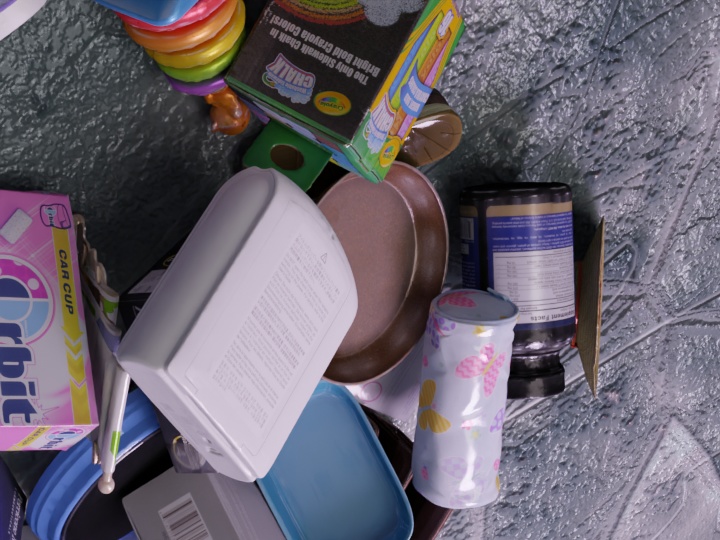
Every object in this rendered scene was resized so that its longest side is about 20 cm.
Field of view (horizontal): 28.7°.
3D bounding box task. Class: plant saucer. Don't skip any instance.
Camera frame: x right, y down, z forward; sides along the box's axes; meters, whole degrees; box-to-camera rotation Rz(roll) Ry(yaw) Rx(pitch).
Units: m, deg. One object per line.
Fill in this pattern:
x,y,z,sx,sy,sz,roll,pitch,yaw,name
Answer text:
0.000,0.000,1.237,0.199,0.034,0.203,-17,115,-42,plant saucer

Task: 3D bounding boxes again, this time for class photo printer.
-0.083,0.035,1.076,0.201,0.069,0.167,-60,139,-25,photo printer

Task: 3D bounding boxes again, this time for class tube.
-0.016,-0.012,1.269,0.199,0.050,0.079,-29,109,-43,tube

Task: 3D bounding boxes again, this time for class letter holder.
-0.016,0.250,1.391,0.100,0.142,0.201,36,92,-42,letter holder

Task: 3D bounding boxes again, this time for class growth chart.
-0.214,0.056,1.114,0.018,0.201,0.146,1,123,-27,growth chart

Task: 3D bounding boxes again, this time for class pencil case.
0.099,0.120,1.303,0.090,0.083,0.203,-9,113,-29,pencil case

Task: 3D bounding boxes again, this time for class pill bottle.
0.153,0.018,1.366,0.111,0.111,0.203,-6,97,-32,pill bottle

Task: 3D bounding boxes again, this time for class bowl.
-0.197,0.171,1.225,0.200,0.039,0.201,-39,160,-17,bowl

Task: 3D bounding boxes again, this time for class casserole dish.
-0.030,0.197,1.329,0.120,0.039,0.202,-28,87,2,casserole dish

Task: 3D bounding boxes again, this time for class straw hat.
0.210,0.033,1.468,0.084,0.202,0.204,2,122,10,straw hat

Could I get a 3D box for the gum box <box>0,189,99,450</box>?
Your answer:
-0.275,0.032,1.067,0.112,0.203,0.066,3,156,-37,gum box

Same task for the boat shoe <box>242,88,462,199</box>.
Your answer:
-0.011,-0.117,1.248,0.197,0.065,0.074,-11,133,-10,boat shoe

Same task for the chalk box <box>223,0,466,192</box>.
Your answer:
-0.020,-0.156,1.134,0.202,0.124,0.124,-60,164,-2,chalk box

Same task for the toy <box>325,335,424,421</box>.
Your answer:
-0.006,0.059,1.358,0.199,0.047,0.116,26,102,-36,toy

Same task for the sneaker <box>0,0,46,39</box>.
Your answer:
-0.329,-0.201,0.972,0.199,0.081,0.147,-37,122,-9,sneaker

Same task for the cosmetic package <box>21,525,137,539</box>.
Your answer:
-0.277,0.309,1.295,0.198,0.052,0.152,7,115,-38,cosmetic package

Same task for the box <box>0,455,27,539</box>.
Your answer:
-0.351,0.179,1.092,0.103,0.149,0.202,-15,129,6,box

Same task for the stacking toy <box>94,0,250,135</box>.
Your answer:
-0.127,-0.182,1.116,0.116,0.109,0.201,-50,146,-22,stacking toy

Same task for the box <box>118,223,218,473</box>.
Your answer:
-0.117,0.049,1.181,0.200,0.048,0.163,-51,133,-56,box

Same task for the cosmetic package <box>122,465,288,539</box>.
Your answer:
-0.128,0.237,1.265,0.089,0.108,0.200,-31,161,0,cosmetic package
